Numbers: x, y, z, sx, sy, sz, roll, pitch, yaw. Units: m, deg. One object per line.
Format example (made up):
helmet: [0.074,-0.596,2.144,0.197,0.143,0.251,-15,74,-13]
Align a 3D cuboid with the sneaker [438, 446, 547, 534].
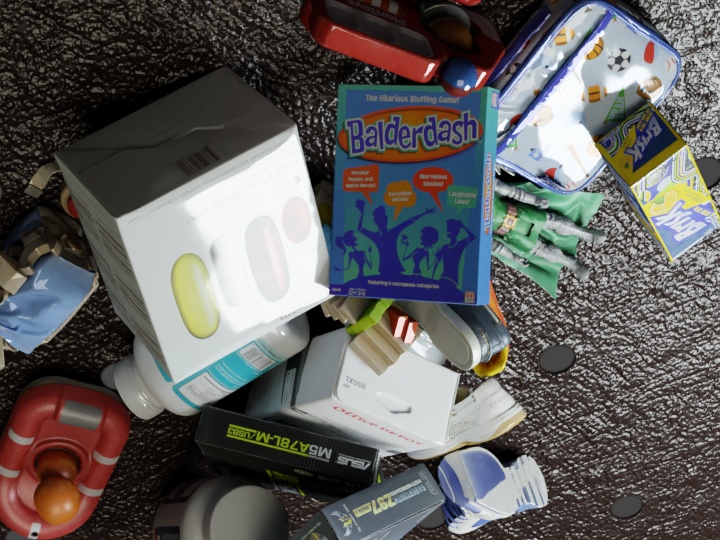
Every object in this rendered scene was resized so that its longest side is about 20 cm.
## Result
sneaker: [0.130,0.266,1.808,0.114,0.081,0.199,-28,158,24]

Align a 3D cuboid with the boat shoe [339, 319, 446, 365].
boat shoe: [0.024,0.043,1.658,0.072,0.070,0.200,-46,122,5]

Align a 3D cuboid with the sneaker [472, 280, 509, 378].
sneaker: [0.112,0.025,1.640,0.072,0.077,0.201,-25,119,12]

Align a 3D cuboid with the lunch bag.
lunch bag: [0.196,-0.173,1.495,0.159,0.076,0.200,26,114,-31]

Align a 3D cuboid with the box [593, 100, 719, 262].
box: [0.298,-0.084,1.540,0.070,0.065,0.200,-37,151,6]

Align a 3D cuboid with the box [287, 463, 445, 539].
box: [-0.024,0.286,1.610,0.157,0.051,0.200,-16,156,-45]

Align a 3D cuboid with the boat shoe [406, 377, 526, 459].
boat shoe: [0.106,0.159,1.731,0.200,0.071,0.070,-29,91,54]

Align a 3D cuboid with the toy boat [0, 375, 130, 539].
toy boat: [-0.331,0.222,1.695,0.129,0.131,0.201,15,124,-19]

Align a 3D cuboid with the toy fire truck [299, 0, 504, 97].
toy fire truck: [0.040,-0.216,1.382,0.198,0.169,0.113,19,124,-22]

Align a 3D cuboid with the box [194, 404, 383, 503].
box: [-0.072,0.207,1.678,0.191,0.048,0.200,11,163,5]

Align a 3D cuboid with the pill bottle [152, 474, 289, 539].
pill bottle: [-0.151,0.287,1.721,0.118,0.121,0.200,14,166,-19]

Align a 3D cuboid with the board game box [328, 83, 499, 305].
board game box: [0.050,-0.073,1.465,0.150,0.045,0.203,3,91,21]

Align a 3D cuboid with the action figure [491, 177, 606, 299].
action figure: [0.156,-0.046,1.541,0.199,0.055,0.119,18,96,-35]

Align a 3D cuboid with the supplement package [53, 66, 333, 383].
supplement package: [-0.150,-0.044,1.464,0.190,0.147,0.201,-29,131,-17]

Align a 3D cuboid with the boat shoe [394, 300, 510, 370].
boat shoe: [0.074,0.011,1.567,0.061,0.200,0.075,-24,146,-29]

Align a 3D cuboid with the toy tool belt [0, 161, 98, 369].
toy tool belt: [-0.311,0.004,1.530,0.124,0.123,0.200,28,119,-28]

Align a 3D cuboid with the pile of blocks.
pile of blocks: [0.000,0.000,1.538,0.082,0.202,0.062,-20,171,-39]

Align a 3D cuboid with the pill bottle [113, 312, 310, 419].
pill bottle: [-0.159,0.078,1.620,0.199,0.111,0.111,-31,127,15]

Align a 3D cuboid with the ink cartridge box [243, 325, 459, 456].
ink cartridge box: [-0.011,0.135,1.645,0.144,0.085,0.199,25,157,-25]
